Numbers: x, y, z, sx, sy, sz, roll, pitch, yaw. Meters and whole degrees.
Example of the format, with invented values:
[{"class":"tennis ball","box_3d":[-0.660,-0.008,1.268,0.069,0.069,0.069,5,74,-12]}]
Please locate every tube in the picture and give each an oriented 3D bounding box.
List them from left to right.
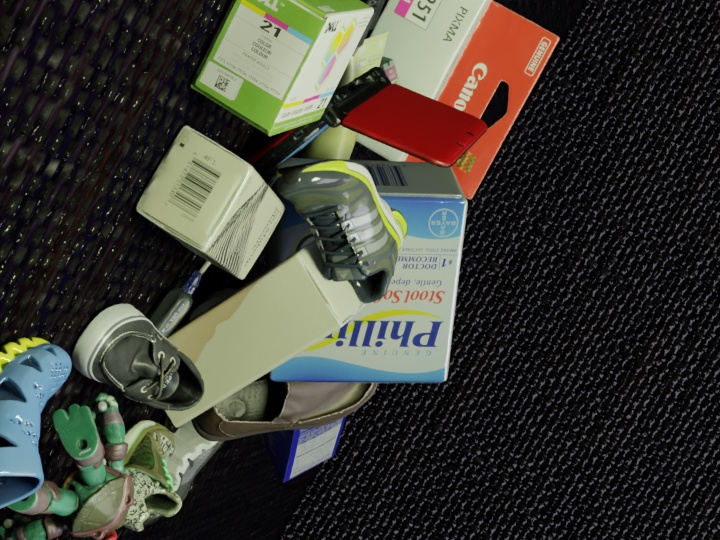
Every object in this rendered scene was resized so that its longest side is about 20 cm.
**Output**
[{"class":"tube","box_3d":[-0.023,-0.151,1.772,0.058,0.051,0.201,-107,-147,-56]}]

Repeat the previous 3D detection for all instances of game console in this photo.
[{"class":"game console","box_3d":[0.004,-0.112,1.605,0.172,0.119,0.200,-37,-177,21]}]

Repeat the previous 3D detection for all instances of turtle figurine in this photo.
[{"class":"turtle figurine","box_3d":[-0.236,0.177,1.447,0.150,0.100,0.200,-58,167,-12]}]

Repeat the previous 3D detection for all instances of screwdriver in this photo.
[{"class":"screwdriver","box_3d":[-0.140,-0.013,1.574,0.201,0.029,0.028,-58,-173,-13]}]

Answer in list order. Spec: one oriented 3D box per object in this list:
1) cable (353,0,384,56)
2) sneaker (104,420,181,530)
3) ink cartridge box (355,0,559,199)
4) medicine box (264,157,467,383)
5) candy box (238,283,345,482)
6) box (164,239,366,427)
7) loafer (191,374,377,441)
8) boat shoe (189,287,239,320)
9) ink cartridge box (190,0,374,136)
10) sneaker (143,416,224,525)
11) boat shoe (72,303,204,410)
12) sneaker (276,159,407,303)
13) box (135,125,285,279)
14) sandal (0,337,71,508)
[{"class":"cable","box_3d":[-0.031,-0.218,1.492,0.163,0.051,0.200,-49,172,-32]},{"class":"sneaker","box_3d":[-0.212,0.211,1.674,0.077,0.088,0.200,-62,173,17]},{"class":"ink cartridge box","box_3d":[0.085,-0.199,1.803,0.201,0.173,0.044,-61,172,11]},{"class":"medicine box","box_3d":[0.000,0.000,1.693,0.103,0.180,0.202,-109,-159,-65]},{"class":"candy box","box_3d":[-0.085,0.118,1.895,0.076,0.170,0.200,-22,161,-16]},{"class":"box","box_3d":[-0.100,0.056,1.597,0.199,0.078,0.095,-32,-178,20]},{"class":"loafer","box_3d":[-0.070,0.128,1.738,0.198,0.074,0.071,-17,174,-16]},{"class":"boat shoe","box_3d":[-0.138,0.064,1.762,0.064,0.070,0.200,-53,178,-34]},{"class":"ink cartridge box","box_3d":[-0.036,-0.215,1.328,0.201,0.075,0.148,-61,173,16]},{"class":"sneaker","box_3d":[-0.197,0.201,1.894,0.200,0.066,0.091,-52,173,-25]},{"class":"boat shoe","box_3d":[-0.181,0.084,1.468,0.070,0.066,0.200,-54,163,-8]},{"class":"sneaker","box_3d":[-0.013,-0.036,1.521,0.200,0.073,0.082,39,48,-54]},{"class":"box","box_3d":[-0.120,-0.052,1.421,0.083,0.068,0.200,-59,172,-2]},{"class":"sandal","box_3d":[-0.251,0.126,1.175,0.200,0.087,0.080,-55,170,-43]}]
